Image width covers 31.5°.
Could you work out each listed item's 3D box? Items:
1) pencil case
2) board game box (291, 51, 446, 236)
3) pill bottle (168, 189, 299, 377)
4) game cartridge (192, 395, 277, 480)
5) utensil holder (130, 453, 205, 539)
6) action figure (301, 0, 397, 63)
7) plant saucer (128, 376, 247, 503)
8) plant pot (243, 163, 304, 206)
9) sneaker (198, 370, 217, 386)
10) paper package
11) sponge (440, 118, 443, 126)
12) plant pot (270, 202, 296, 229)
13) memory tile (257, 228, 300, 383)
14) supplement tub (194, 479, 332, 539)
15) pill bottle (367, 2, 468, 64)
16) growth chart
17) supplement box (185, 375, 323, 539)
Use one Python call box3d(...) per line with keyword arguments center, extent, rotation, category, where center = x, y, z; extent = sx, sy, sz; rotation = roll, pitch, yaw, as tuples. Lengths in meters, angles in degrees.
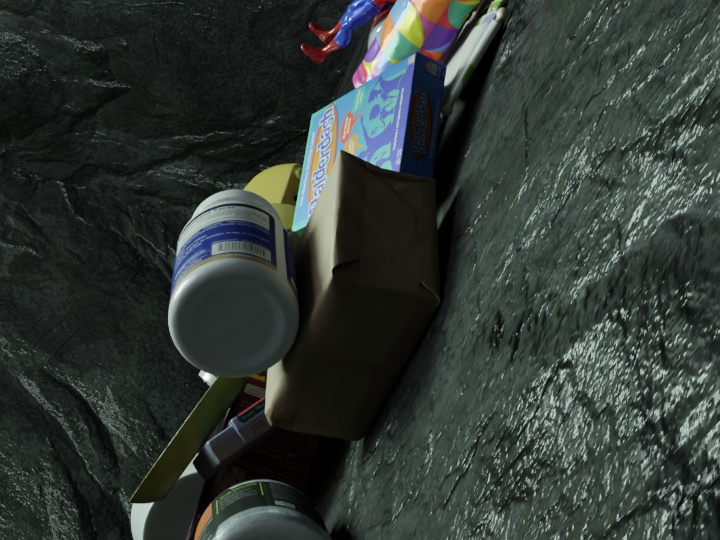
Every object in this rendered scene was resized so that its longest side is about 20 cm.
box3d(center=(0.069, -0.267, 1.442), extent=(0.200, 0.088, 0.089), rotation=(-52, 16, 37), category="pencil case")
box3d(center=(0.007, -0.125, 1.360), extent=(0.200, 0.045, 0.153), rotation=(-23, 52, 52), category="board game box")
box3d(center=(-0.117, 0.004, 1.190), extent=(0.200, 0.115, 0.116), rotation=(-99, 31, -64), category="pill bottle")
box3d(center=(-0.083, 0.143, 1.341), extent=(0.200, 0.038, 0.130), rotation=(-34, -11, -22), category="game cartridge")
box3d(center=(-0.196, 0.317, 1.585), extent=(0.200, 0.169, 0.171), rotation=(156, 135, -77), category="utensil holder")
box3d(center=(-0.007, -0.327, 1.490), extent=(0.200, 0.099, 0.065), rotation=(-24, 39, 39), category="action figure")
box3d(center=(-0.177, 0.174, 1.373), extent=(0.200, 0.031, 0.200), rotation=(-54, 2, 3), category="plant saucer")
box3d(center=(-0.086, -0.025, 1.684), extent=(0.200, 0.194, 0.196), rotation=(-52, 17, 50), category="plant pot")
box3d(center=(-0.125, 0.138, 1.600), extent=(0.080, 0.078, 0.200), rotation=(-54, -32, -1), category="sneaker")
box3d(center=(-0.010, 0.024, 1.204), extent=(0.191, 0.103, 0.200), rotation=(-89, 20, -48), category="paper package")
box3d(center=(0.025, -0.116, 1.524), extent=(0.111, 0.030, 0.200), rotation=(-40, -6, -24), category="sponge")
box3d(center=(-0.110, 0.041, 1.533), extent=(0.142, 0.199, 0.200), rotation=(-73, 8, -52), category="plant pot")
box3d(center=(-0.079, 0.049, 1.381), extent=(0.200, 0.017, 0.154), rotation=(52, -123, -66), category="memory tile")
box3d(center=(-0.083, 0.249, 1.100), extent=(0.200, 0.122, 0.123), rotation=(-168, 100, -83), category="supplement tub")
box3d(center=(0.082, -0.331, 1.579), extent=(0.113, 0.112, 0.200), rotation=(121, 168, -54), category="pill bottle")
box3d(center=(0.114, -0.239, 1.391), extent=(0.145, 0.018, 0.200), rotation=(-58, 9, 7), category="growth chart")
box3d(center=(-0.113, 0.227, 1.434), extent=(0.086, 0.110, 0.200), rotation=(119, 170, -50), category="supplement box")
